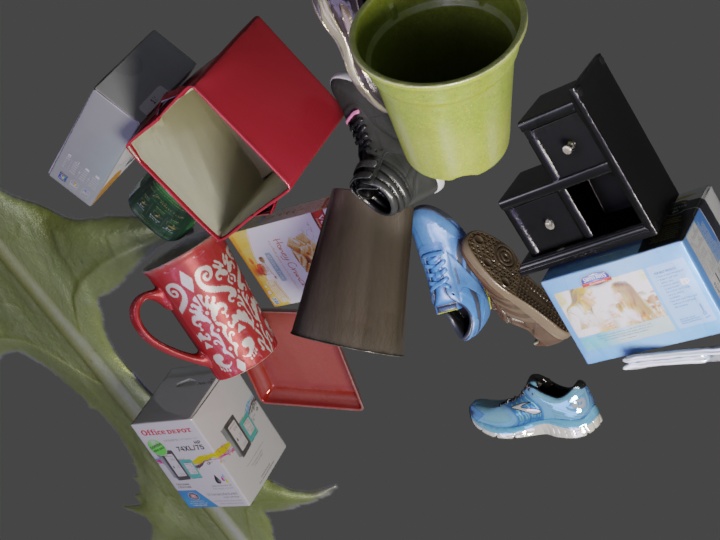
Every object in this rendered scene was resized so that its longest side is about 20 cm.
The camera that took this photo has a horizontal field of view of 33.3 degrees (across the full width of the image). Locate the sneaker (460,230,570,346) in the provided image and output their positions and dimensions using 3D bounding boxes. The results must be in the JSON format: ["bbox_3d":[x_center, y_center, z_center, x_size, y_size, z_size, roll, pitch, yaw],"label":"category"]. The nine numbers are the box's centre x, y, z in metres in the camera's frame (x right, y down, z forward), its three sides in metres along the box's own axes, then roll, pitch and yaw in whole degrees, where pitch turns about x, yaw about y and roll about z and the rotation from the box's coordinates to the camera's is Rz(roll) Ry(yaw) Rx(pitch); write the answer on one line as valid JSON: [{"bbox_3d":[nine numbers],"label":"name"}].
[{"bbox_3d":[0.197,0.034,1.614,0.200,0.071,0.075,42,137,-9],"label":"sneaker"}]

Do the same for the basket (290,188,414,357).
[{"bbox_3d":[0.000,0.000,1.591,0.135,0.202,0.180,11,180,-39],"label":"basket"}]

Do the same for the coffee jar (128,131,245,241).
[{"bbox_3d":[-0.246,-0.132,1.713,0.104,0.085,0.200,43,137,-6],"label":"coffee jar"}]

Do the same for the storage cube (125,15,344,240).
[{"bbox_3d":[-0.157,-0.181,1.550,0.200,0.180,0.171,45,136,-14],"label":"storage cube"}]

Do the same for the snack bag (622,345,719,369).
[{"bbox_3d":[0.438,0.102,1.468,0.199,0.188,0.022,-9,84,26],"label":"snack bag"}]

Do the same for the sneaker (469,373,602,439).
[{"bbox_3d":[0.249,0.188,1.737,0.199,0.078,0.091,-6,106,30],"label":"sneaker"}]

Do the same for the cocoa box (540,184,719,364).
[{"bbox_3d":[0.346,0.008,1.452,0.199,0.131,0.134,-19,111,40],"label":"cocoa box"}]

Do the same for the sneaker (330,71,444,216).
[{"bbox_3d":[0.010,-0.156,1.513,0.200,0.099,0.071,50,152,0],"label":"sneaker"}]

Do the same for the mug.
[{"bbox_3d":[-0.237,0.062,1.804,0.177,0.134,0.201,-29,103,5],"label":"mug"}]

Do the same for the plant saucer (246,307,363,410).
[{"bbox_3d":[-0.102,0.132,1.900,0.199,0.037,0.201,1,128,30],"label":"plant saucer"}]

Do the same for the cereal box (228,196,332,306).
[{"bbox_3d":[-0.079,-0.025,1.744,0.199,0.040,0.144,-12,121,37],"label":"cereal box"}]

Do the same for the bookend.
[{"bbox_3d":[0.237,-0.120,1.428,0.198,0.092,0.201,-18,112,41],"label":"bookend"}]

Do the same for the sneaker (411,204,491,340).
[{"bbox_3d":[0.118,0.005,1.631,0.066,0.079,0.201,-9,122,37],"label":"sneaker"}]

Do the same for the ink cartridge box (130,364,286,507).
[{"bbox_3d":[-0.255,0.279,2.039,0.146,0.146,0.201,-10,122,35],"label":"ink cartridge box"}]

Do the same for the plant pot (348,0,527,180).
[{"bbox_3d":[0.101,-0.212,1.383,0.199,0.201,0.185,11,144,22],"label":"plant pot"}]

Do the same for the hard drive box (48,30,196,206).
[{"bbox_3d":[-0.327,-0.207,1.643,0.077,0.156,0.200,37,137,-6],"label":"hard drive box"}]

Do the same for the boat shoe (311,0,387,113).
[{"bbox_3d":[0.017,-0.274,1.442,0.073,0.075,0.200,-16,125,32],"label":"boat shoe"}]
